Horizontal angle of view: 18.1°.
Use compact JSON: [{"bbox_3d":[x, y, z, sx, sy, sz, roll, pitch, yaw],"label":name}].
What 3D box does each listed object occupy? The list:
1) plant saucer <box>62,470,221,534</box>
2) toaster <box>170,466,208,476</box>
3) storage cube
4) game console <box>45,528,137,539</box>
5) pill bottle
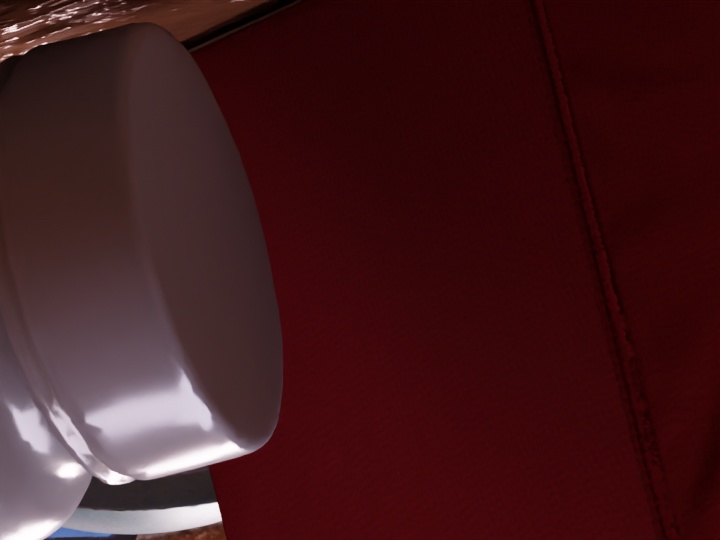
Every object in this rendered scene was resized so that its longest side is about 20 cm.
[{"bbox_3d":[-0.096,0.068,0.964,0.201,0.039,0.201,1,-156,-1],"label":"plant saucer"},{"bbox_3d":[0.000,0.000,0.854,0.181,0.119,0.200,-12,177,-31],"label":"toaster"},{"bbox_3d":[0.068,0.005,0.600,0.171,0.180,0.200,-12,176,-38],"label":"storage cube"},{"bbox_3d":[-0.117,0.066,1.183,0.176,0.117,0.200,-27,166,18],"label":"game console"},{"bbox_3d":[-0.126,0.016,0.499,0.200,0.114,0.114,-14,178,11],"label":"pill bottle"}]
